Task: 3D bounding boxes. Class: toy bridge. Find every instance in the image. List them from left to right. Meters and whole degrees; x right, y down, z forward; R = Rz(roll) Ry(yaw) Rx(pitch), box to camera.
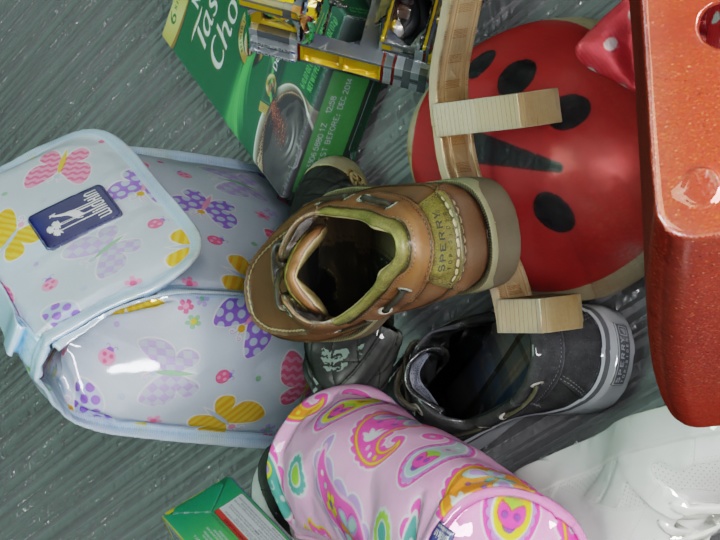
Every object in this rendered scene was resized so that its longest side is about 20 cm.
[{"bbox_3d":[0.059,-0.071,1.110,0.067,0.027,0.201,-3,96,54],"label":"toy bridge"}]

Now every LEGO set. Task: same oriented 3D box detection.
[{"bbox_3d":[0.016,-0.182,1.232,0.154,0.115,0.201,99,-175,-68],"label":"LEGO set"}]

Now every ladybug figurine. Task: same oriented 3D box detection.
[{"bbox_3d":[0.085,-0.056,1.175,0.200,0.072,0.137,11,95,59],"label":"ladybug figurine"}]

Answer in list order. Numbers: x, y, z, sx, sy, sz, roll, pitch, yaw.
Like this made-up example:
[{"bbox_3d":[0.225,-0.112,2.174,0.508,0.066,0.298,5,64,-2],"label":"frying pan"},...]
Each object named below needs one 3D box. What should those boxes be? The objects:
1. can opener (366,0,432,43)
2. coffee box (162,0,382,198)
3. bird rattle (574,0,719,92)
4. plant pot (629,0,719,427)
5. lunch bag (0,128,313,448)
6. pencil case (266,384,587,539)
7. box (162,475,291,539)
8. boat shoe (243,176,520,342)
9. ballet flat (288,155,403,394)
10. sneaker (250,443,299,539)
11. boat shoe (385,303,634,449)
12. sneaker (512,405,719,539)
[{"bbox_3d":[0.001,-0.197,1.357,0.078,0.063,0.201,-34,63,20],"label":"can opener"},{"bbox_3d":[-0.050,-0.140,1.439,0.200,0.044,0.123,55,131,47],"label":"coffee box"},{"bbox_3d":[0.188,-0.089,1.025,0.163,0.112,0.201,-47,33,30],"label":"bird rattle"},{"bbox_3d":[0.178,-0.065,0.839,0.199,0.176,0.201,-6,77,18],"label":"plant pot"},{"bbox_3d":[-0.119,0.007,1.383,0.170,0.199,0.128,52,128,50],"label":"lunch bag"},{"bbox_3d":[0.025,0.114,1.132,0.200,0.087,0.088,-151,70,-64],"label":"pencil case"},{"bbox_3d":[-0.029,0.215,1.276,0.117,0.048,0.201,39,153,54],"label":"box"},{"bbox_3d":[-0.011,-0.006,1.145,0.200,0.068,0.072,-23,79,56],"label":"boat shoe"},{"bbox_3d":[0.000,0.000,1.296,0.057,0.066,0.200,-44,28,25],"label":"ballet flat"},{"bbox_3d":[0.014,0.140,1.276,0.200,0.073,0.080,44,118,43],"label":"sneaker"},{"bbox_3d":[0.053,0.053,1.217,0.200,0.066,0.070,-12,74,59],"label":"boat shoe"},{"bbox_3d":[0.137,0.122,1.072,0.200,0.073,0.116,142,123,-61],"label":"sneaker"}]
